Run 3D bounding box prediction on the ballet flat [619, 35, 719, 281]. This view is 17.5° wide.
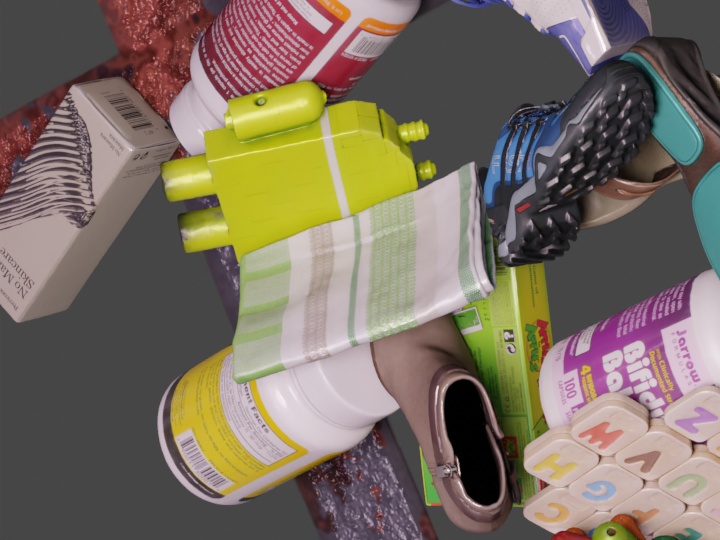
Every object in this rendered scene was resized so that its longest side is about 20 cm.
[{"bbox_3d":[0.241,-0.072,1.540,0.201,0.068,0.068,65,150,15],"label":"ballet flat"}]

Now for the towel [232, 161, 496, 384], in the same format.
[{"bbox_3d":[0.000,0.000,1.674,0.199,0.150,0.031,-20,122,15],"label":"towel"}]

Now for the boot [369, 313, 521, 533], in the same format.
[{"bbox_3d":[0.060,0.084,1.628,0.070,0.146,0.201,-21,86,-6],"label":"boot"}]

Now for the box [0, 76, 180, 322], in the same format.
[{"bbox_3d":[-0.235,-0.057,1.898,0.082,0.068,0.200,45,120,17],"label":"box"}]

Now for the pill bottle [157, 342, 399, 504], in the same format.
[{"bbox_3d":[-0.056,0.096,1.767,0.200,0.114,0.115,-30,83,45],"label":"pill bottle"}]

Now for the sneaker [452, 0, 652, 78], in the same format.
[{"bbox_3d":[0.113,-0.208,1.644,0.115,0.080,0.200,-42,70,36],"label":"sneaker"}]

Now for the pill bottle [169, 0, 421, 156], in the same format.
[{"bbox_3d":[-0.054,-0.164,1.732,0.113,0.113,0.200,51,121,13],"label":"pill bottle"}]

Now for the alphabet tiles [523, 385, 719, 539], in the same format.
[{"bbox_3d":[0.213,0.150,1.603,0.199,0.015,0.195,30,134,-25],"label":"alphabet tiles"}]

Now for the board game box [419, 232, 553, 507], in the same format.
[{"bbox_3d":[0.090,0.071,1.729,0.101,0.048,0.202,-2,99,34],"label":"board game box"}]

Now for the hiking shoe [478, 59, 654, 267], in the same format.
[{"bbox_3d":[0.127,-0.085,1.584,0.087,0.074,0.200,63,145,24],"label":"hiking shoe"}]

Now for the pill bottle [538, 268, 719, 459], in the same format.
[{"bbox_3d":[0.229,0.065,1.600,0.199,0.112,0.113,-29,84,34],"label":"pill bottle"}]

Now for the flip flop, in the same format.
[{"bbox_3d":[0.197,-0.083,1.621,0.199,0.057,0.082,-18,91,34],"label":"flip flop"}]

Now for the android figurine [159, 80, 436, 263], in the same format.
[{"bbox_3d":[-0.043,-0.067,1.725,0.198,0.183,0.041,-14,51,3],"label":"android figurine"}]

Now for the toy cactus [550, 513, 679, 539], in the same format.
[{"bbox_3d":[0.224,0.230,1.623,0.164,0.103,0.201,-19,125,13],"label":"toy cactus"}]
